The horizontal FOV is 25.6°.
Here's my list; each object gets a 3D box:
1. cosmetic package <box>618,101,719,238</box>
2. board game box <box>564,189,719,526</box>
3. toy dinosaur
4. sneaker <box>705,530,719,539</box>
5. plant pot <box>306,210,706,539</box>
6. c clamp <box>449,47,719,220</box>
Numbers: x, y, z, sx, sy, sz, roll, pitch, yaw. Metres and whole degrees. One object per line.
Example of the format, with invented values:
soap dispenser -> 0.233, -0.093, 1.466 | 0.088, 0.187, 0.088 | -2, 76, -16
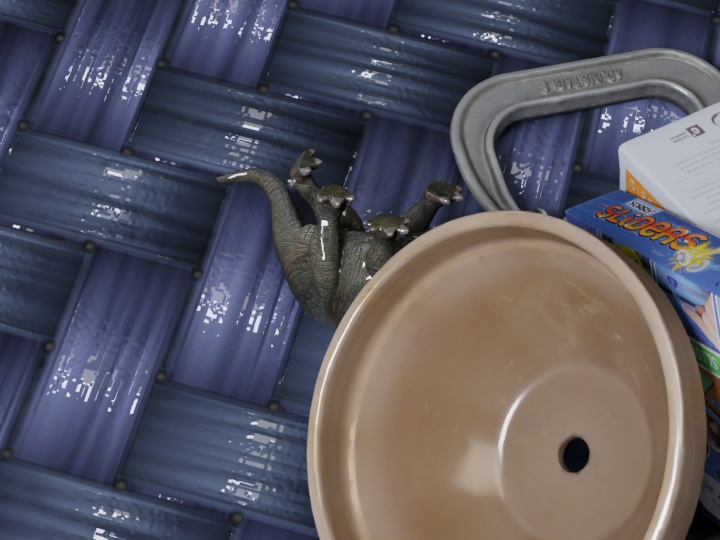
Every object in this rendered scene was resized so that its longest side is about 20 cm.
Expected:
cosmetic package -> 0.204, 0.019, 0.754 | 0.071, 0.102, 0.200 | -23, 44, -14
board game box -> 0.162, 0.052, 0.716 | 0.034, 0.136, 0.200 | -20, 22, -13
toy dinosaur -> 0.000, 0.000, 0.821 | 0.199, 0.103, 0.077 | 14, 33, 20
sneaker -> 0.239, 0.138, 0.761 | 0.198, 0.081, 0.074 | -18, 65, -11
plant pot -> 0.079, 0.080, 0.728 | 0.200, 0.092, 0.203 | -11, 73, 38
c clamp -> 0.153, -0.053, 0.886 | 0.198, 0.027, 0.172 | -6, 63, -6
